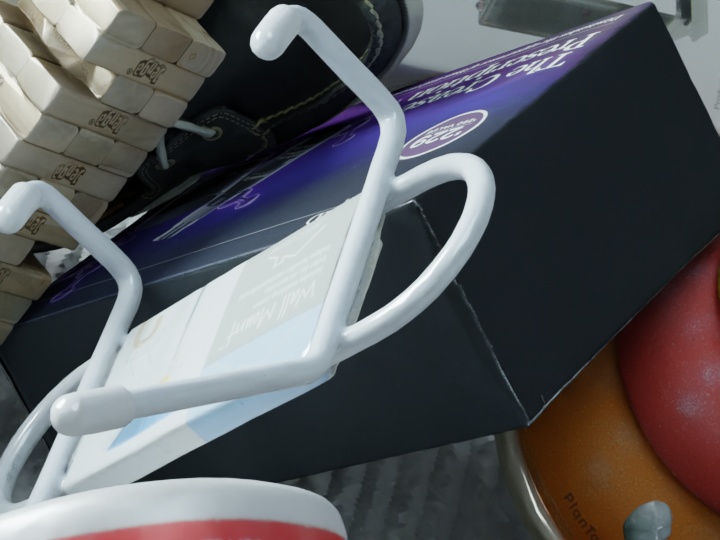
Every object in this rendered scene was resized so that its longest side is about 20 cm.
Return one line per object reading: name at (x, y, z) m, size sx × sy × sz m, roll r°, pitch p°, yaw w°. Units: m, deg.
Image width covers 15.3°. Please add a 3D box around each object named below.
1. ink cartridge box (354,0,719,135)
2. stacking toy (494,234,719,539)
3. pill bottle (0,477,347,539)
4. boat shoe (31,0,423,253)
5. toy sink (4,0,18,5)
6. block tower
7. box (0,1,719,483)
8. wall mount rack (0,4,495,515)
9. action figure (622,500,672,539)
ink cartridge box at (0.058, -0.092, 0.967) m, size 0.199 × 0.084 × 0.147 m, roll 11°, pitch -5°, yaw -21°
stacking toy at (0.146, 0.024, 0.835) m, size 0.145 × 0.200 × 0.147 m, roll 15°, pitch 56°, yaw -24°
pill bottle at (-0.045, 0.162, 0.658) m, size 0.113 × 0.114 × 0.201 m, roll -3°, pitch 71°, yaw -19°
boat shoe at (-0.059, -0.054, 0.868) m, size 0.072 × 0.199 × 0.068 m, roll 52°, pitch 45°, yaw -18°
toy sink at (-0.103, -0.164, 1.030) m, size 0.199 × 0.131 × 0.112 m, roll -12°, pitch 29°, yaw -26°
block tower at (-0.124, -0.019, 0.826) m, size 0.054 × 0.200 × 0.058 m, roll 47°, pitch 16°, yaw 33°
box at (0.000, 0.000, 0.842) m, size 0.141 × 0.199 × 0.079 m, roll -44°, pitch 109°, yaw -43°
wall mount rack at (-0.064, 0.021, 0.699) m, size 0.075 × 0.199 × 0.174 m, roll 43°, pitch 40°, yaw -21°
action figure at (0.126, 0.153, 0.741) m, size 0.117 × 0.055 × 0.201 m, roll -2°, pitch 47°, yaw -23°
